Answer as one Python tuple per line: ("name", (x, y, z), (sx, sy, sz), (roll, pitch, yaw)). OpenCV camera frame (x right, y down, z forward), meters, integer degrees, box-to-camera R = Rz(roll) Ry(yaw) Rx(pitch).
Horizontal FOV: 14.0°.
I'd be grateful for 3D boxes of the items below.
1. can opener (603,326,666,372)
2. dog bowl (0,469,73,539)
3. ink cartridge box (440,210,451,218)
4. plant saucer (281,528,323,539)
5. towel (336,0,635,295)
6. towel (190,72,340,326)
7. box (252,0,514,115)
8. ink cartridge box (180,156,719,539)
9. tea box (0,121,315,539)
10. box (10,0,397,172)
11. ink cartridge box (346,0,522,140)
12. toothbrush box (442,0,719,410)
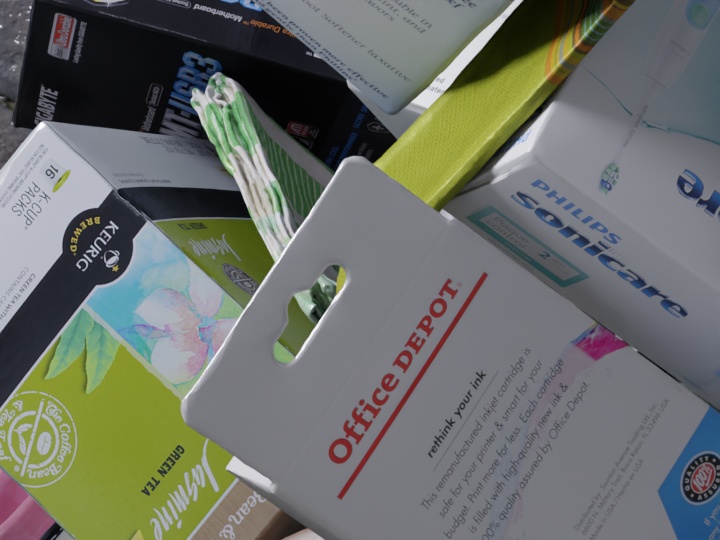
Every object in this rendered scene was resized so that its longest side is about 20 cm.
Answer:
("can opener", (0.117, 0.017, 1.208), (0.063, 0.079, 0.200), (37, 96, 38))
("dog bowl", (-0.139, 0.101, 1.613), (0.200, 0.074, 0.200), (-52, 13, 16))
("ink cartridge box", (0.067, -0.060, 1.462), (0.200, 0.067, 0.117), (-126, 53, -76))
("plant saucer", (-0.026, 0.180, 1.137), (0.200, 0.037, 0.201), (-24, 49, 31))
("towel", (0.054, -0.073, 1.077), (0.200, 0.018, 0.086), (-48, 14, 28))
("towel", (0.000, 0.000, 1.302), (0.023, 0.153, 0.200), (-43, 34, 9))
("box", (0.053, -0.180, 1.107), (0.184, 0.105, 0.200), (-52, 5, -21))
("ink cartridge box", (0.036, 0.059, 1.041), (0.115, 0.200, 0.068), (-56, 16, -8))
("tea box", (-0.074, 0.046, 1.327), (0.134, 0.197, 0.200), (-52, -15, 12))
("box", (-0.065, -0.091, 1.422), (0.200, 0.198, 0.050), (124, 160, -71))
("ink cartridge box", (0.107, -0.117, 1.320), (0.084, 0.144, 0.200), (24, 75, 43))
("toothbrush box", (0.144, -0.071, 1.114), (0.200, 0.146, 0.085), (-61, 14, -23))
